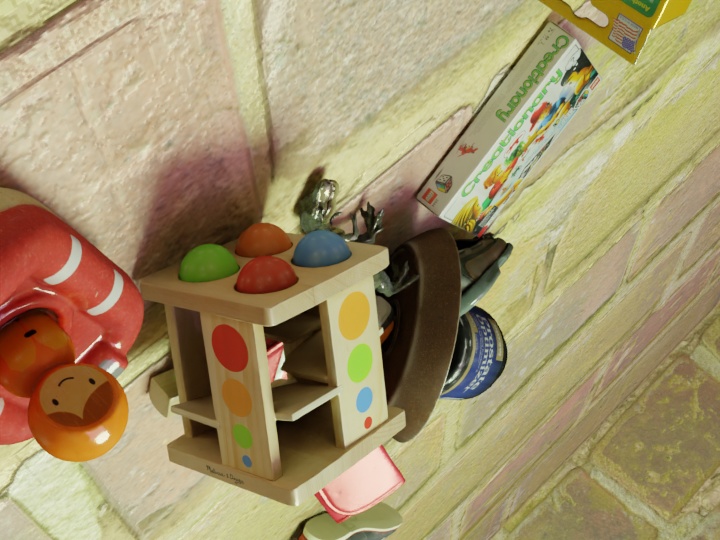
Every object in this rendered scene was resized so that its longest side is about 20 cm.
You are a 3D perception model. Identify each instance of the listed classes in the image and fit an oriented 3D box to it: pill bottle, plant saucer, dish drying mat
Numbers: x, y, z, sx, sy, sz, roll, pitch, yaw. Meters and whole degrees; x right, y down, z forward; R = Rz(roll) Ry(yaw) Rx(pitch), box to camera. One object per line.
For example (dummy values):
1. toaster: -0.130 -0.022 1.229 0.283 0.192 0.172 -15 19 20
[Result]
1. pill bottle: 0.094 0.085 1.119 0.112 0.112 0.200 -53 157 9
2. plant saucer: 0.039 0.056 0.940 0.034 0.201 0.201 11 129 -14
3. dish drying mat: -0.036 0.138 0.890 0.077 0.018 0.200 -32 118 0

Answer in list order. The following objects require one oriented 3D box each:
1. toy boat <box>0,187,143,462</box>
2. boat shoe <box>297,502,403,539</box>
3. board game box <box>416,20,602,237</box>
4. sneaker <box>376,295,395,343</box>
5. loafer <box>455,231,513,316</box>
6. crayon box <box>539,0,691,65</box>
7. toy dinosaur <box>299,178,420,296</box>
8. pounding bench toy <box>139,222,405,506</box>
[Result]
1. toy boat: -0.175 0.049 0.551 0.131 0.131 0.200 -47 157 -6
2. boat shoe: -0.016 0.364 1.400 0.200 0.071 0.063 -2 117 -54
3. board game box: 0.144 -0.128 0.973 0.200 0.035 0.126 -53 157 10
4. sneaker: -0.028 0.117 0.937 0.200 0.078 0.112 -41 119 5
5. loafer: 0.111 -0.012 1.050 0.072 0.063 0.200 -45 180 18
6. crayon box: 0.202 -0.269 0.739 0.052 0.126 0.200 -30 151 -38
7. toy dinosaur: 0.000 0.000 0.850 0.088 0.047 0.200 -40 125 -35
8. pounding bench toy: -0.088 0.047 0.735 0.124 0.200 0.157 -27 118 -46
